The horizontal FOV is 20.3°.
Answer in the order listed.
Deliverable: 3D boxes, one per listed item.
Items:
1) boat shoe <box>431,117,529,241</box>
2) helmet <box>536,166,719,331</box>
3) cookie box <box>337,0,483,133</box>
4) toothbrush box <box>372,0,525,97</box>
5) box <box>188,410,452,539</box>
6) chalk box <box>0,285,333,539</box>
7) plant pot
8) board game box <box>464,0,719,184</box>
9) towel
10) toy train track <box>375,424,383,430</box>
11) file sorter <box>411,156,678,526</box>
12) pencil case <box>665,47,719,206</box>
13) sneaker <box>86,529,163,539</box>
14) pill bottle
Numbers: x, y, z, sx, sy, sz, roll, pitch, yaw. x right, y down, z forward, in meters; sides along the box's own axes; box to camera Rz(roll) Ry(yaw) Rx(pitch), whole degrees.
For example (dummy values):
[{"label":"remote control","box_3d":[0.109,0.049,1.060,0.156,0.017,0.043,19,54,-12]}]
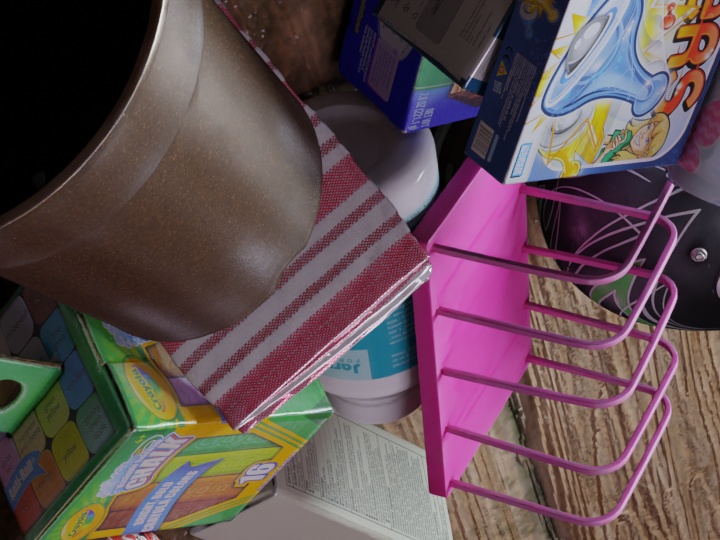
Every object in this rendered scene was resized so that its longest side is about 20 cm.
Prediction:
[{"label":"boat shoe","box_3d":[0.086,-0.042,1.310,0.074,0.075,0.203,-22,142,-26]},{"label":"helmet","box_3d":[0.209,-0.054,1.313,0.190,0.200,0.201,20,115,-38]},{"label":"cookie box","box_3d":[0.100,-0.183,1.162,0.199,0.075,0.172,-16,137,-34]},{"label":"toothbrush box","box_3d":[0.126,-0.158,1.073,0.199,0.085,0.147,10,116,-47]},{"label":"box","box_3d":[-0.027,0.150,1.357,0.077,0.096,0.199,-28,142,28]},{"label":"chalk box","box_3d":[-0.140,0.071,1.146,0.199,0.124,0.124,-3,146,-44]},{"label":"plant pot","box_3d":[-0.127,-0.067,0.951,0.200,0.201,0.198,-44,146,5]},{"label":"board game box","box_3d":[0.139,-0.142,1.001,0.134,0.034,0.201,-9,129,-40]},{"label":"towel","box_3d":[-0.073,-0.031,1.090,0.146,0.200,0.030,-40,-176,-1]},{"label":"toy train track","box_3d":[-0.008,0.035,1.346,0.114,0.033,0.201,-18,136,-12]},{"label":"file sorter","box_3d":[0.118,0.033,1.207,0.139,0.124,0.201,-53,148,-43]},{"label":"pencil case","box_3d":[0.233,-0.124,1.068,0.091,0.082,0.201,-58,168,-61]},{"label":"sneaker","box_3d":[-0.174,0.211,1.252,0.201,0.108,0.068,-39,-160,47]},{"label":"pill bottle","box_3d":[0.000,0.000,1.216,0.110,0.111,0.201,-28,135,-19]}]
